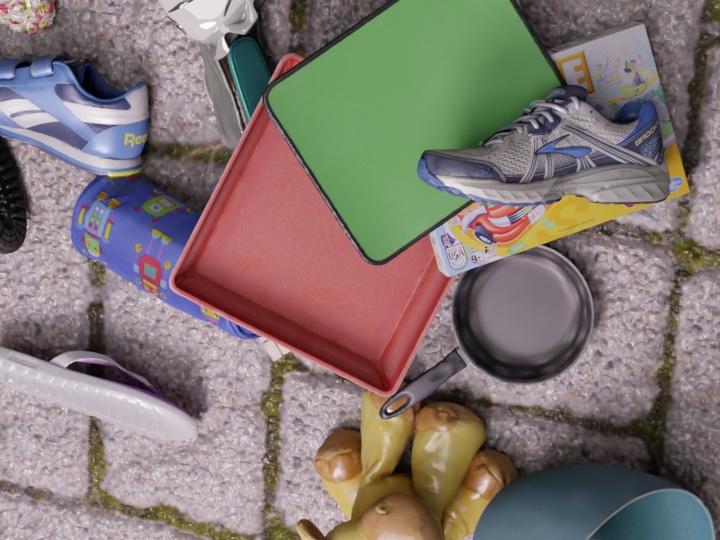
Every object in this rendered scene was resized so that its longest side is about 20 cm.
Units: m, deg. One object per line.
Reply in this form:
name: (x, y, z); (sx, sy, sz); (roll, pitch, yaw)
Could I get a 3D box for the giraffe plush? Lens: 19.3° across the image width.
giraffe plush: (0.021, 0.211, 1.709); (0.171, 0.162, 0.201); (24, 113, 9)

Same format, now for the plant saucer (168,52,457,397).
plant saucer: (-0.018, -0.035, 1.611); (0.198, 0.037, 0.201); (27, 95, -14)

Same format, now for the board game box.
board game box: (0.136, -0.092, 1.592); (0.198, 0.034, 0.136); (-20, 102, -6)

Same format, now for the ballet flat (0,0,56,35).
ballet flat: (-0.315, -0.273, 1.701); (0.075, 0.064, 0.201); (-20, 107, 25)

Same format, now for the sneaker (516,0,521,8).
sneaker: (0.059, -0.142, 1.636); (0.199, 0.078, 0.100); (-33, 104, 32)

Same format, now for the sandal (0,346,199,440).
sandal: (-0.228, 0.093, 1.811); (0.201, 0.083, 0.050); (17, 69, 14)

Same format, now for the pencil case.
pencil case: (-0.142, -0.014, 1.706); (0.199, 0.087, 0.079); (26, 133, 32)

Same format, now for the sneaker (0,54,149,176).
sneaker: (-0.262, -0.147, 1.735); (0.198, 0.074, 0.083); (20, 111, 3)

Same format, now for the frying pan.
frying pan: (0.110, 0.065, 1.687); (0.114, 0.031, 0.191); (32, 104, 1)

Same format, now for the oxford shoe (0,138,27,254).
oxford shoe: (-0.354, -0.096, 1.790); (0.084, 0.073, 0.201); (-29, 96, 41)

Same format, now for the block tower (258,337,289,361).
block tower: (0.000, 0.000, 1.705); (0.199, 0.058, 0.054); (-31, 97, 23)

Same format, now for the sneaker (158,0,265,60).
sneaker: (-0.079, -0.263, 1.596); (0.088, 0.074, 0.200); (38, 89, -20)

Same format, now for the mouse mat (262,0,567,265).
mouse mat: (0.047, -0.119, 1.551); (0.199, 0.008, 0.162); (-34, 104, -4)

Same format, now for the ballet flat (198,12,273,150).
ballet flat: (-0.111, -0.189, 1.677); (0.063, 0.067, 0.202); (0, 108, 50)

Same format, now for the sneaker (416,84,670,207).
sneaker: (0.132, -0.093, 1.535); (0.198, 0.077, 0.086); (-3, 99, -23)

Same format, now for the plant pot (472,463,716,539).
plant pot: (0.166, 0.234, 1.674); (0.134, 0.199, 0.202); (31, 120, 44)
